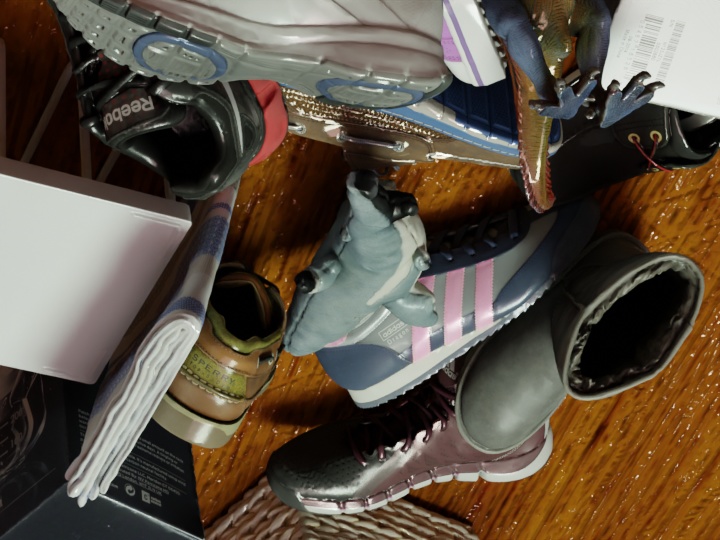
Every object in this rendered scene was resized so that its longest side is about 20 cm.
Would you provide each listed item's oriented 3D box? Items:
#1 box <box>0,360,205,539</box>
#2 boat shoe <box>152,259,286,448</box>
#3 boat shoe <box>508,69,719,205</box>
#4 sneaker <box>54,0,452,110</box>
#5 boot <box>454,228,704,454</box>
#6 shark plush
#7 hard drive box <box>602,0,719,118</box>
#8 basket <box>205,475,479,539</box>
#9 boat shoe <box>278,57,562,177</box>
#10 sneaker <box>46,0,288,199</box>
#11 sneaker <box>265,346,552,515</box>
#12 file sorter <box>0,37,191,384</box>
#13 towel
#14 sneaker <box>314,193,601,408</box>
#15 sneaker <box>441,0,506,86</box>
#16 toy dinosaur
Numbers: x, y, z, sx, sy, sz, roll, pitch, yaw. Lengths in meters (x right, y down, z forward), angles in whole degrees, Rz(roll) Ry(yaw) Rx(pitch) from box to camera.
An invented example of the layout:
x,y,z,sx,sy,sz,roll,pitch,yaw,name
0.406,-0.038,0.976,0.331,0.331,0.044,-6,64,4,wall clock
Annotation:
x,y,z,sx,sy,sz,roll,pitch,yaw,name
-0.202,0.122,1.197,0.104,0.183,0.200,30,123,-36,box
-0.069,0.032,1.137,0.072,0.200,0.068,27,108,-10,boat shoe
0.173,-0.091,1.140,0.201,0.063,0.074,-29,137,21,boat shoe
-0.050,-0.131,0.942,0.199,0.088,0.074,8,169,-25,sneaker
0.124,0.052,1.163,0.072,0.200,0.182,34,98,-9,boot
0.000,0.000,1.110,0.083,0.091,0.200,-29,176,-14,shark plush
0.229,-0.153,1.020,0.199,0.077,0.157,13,119,-8,hard drive box
-0.021,0.265,1.408,0.199,0.161,0.198,25,127,-32,basket
0.014,-0.094,1.102,0.199,0.073,0.072,19,136,-16,boat shoe
-0.114,-0.117,0.991,0.071,0.098,0.201,-22,116,31,sneaker
0.035,0.088,1.305,0.199,0.076,0.116,-10,134,-17,sneaker
-0.211,-0.047,1.055,0.199,0.125,0.139,14,133,-25,file sorter
-0.109,0.018,1.091,0.024,0.200,0.147,26,124,-12,towel
0.051,0.001,1.211,0.200,0.070,0.082,-38,110,14,sneaker
-0.005,-0.162,1.023,0.114,0.073,0.201,-22,127,17,sneaker
0.066,-0.152,0.975,0.105,0.182,0.200,-11,151,-38,toy dinosaur
